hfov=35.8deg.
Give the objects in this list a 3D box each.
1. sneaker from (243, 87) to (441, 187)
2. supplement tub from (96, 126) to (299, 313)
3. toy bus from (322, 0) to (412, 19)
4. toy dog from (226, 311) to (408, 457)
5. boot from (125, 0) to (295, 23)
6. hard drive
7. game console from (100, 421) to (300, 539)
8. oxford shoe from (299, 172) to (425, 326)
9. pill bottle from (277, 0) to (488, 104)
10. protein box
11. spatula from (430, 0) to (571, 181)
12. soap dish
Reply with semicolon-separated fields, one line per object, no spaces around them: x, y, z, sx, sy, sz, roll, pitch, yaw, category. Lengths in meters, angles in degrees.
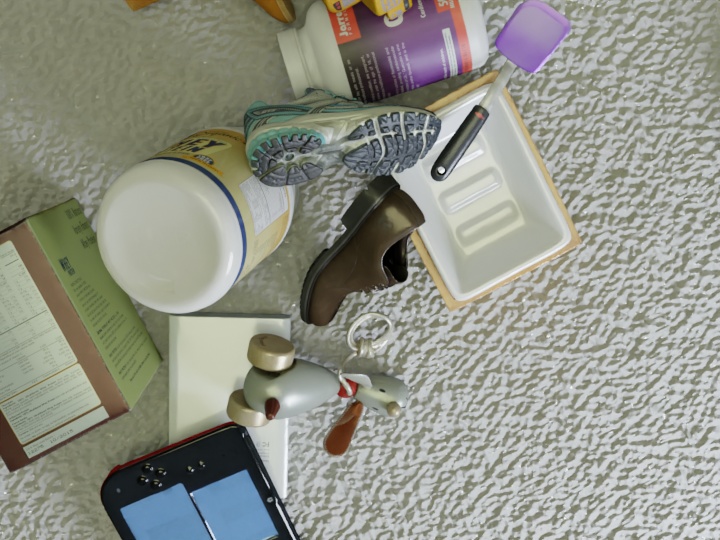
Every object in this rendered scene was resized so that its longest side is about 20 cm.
-0.018;-0.143;1.067;0.198;0.087;0.078;-7;140;-20;sneaker
-0.149;-0.057;1.082;0.143;0.200;0.146;6;111;16;supplement tub
-0.027;-0.319;1.070;0.078;0.065;0.201;-29;61;-4;toy bus
-0.040;0.130;1.158;0.198;0.097;0.133;-10;119;-10;toy dog
-0.171;-0.301;1.129;0.143;0.071;0.202;-34;95;10;boot
-0.143;0.148;1.218;0.130;0.026;0.203;1;99;-2;hard drive
-0.171;0.276;1.216;0.175;0.031;0.202;-21;110;7;game console
0.000;0.000;1.139;0.084;0.073;0.201;43;129;9;oxford shoe
0.022;-0.231;1.116;0.198;0.112;0.114;-18;99;1;pill bottle
-0.315;0.056;1.111;0.134;0.199;0.201;-27;99;3;protein box
0.128;-0.172;1.094;0.056;0.021;0.201;34;96;-7;spatula
0.115;-0.082;1.159;0.156;0.081;0.201;-28;99;3;soap dish
